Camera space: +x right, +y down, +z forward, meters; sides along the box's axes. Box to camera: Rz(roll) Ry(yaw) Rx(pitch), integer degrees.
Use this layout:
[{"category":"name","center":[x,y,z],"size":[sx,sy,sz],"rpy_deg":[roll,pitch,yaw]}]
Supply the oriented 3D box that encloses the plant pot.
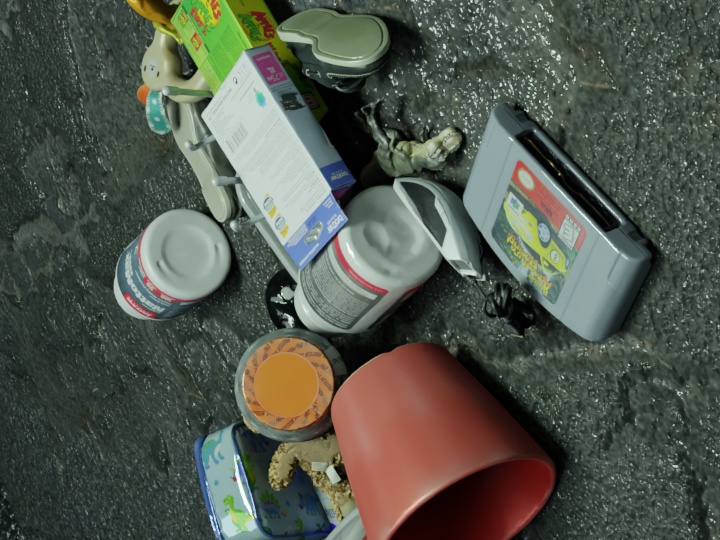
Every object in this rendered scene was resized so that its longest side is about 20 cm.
[{"category":"plant pot","center":[0.070,0.183,1.486],"size":[0.177,0.200,0.200],"rpy_deg":[59,153,35]}]

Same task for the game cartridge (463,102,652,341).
[{"category":"game cartridge","center":[0.167,-0.037,1.301],"size":[0.200,0.041,0.133],"rpy_deg":[50,152,27]}]

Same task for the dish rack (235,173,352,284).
[{"category":"dish rack","center":[-0.071,-0.093,1.650],"size":[0.172,0.044,0.200],"rpy_deg":[53,149,21]}]

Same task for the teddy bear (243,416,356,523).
[{"category":"teddy bear","center":[-0.043,0.207,1.740],"size":[0.200,0.067,0.145],"rpy_deg":[26,102,8]}]

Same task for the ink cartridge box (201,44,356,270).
[{"category":"ink cartridge box","center":[-0.077,-0.112,1.480],"size":[0.200,0.042,0.119],"rpy_deg":[59,143,12]}]

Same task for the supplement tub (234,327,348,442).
[{"category":"supplement tub","center":[-0.071,0.126,1.607],"size":[0.123,0.123,0.200],"rpy_deg":[63,178,6]}]

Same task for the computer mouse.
[{"category":"computer mouse","center":[0.099,-0.025,1.392],"size":[0.200,0.044,0.110],"rpy_deg":[55,-170,28]}]

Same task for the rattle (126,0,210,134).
[{"category":"rattle","center":[-0.246,-0.236,1.696],"size":[0.200,0.143,0.130],"rpy_deg":[-30,85,41]}]

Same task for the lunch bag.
[{"category":"lunch bag","center":[-0.113,0.264,1.818],"size":[0.082,0.200,0.161],"rpy_deg":[-26,72,26]}]

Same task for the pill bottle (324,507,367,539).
[{"category":"pill bottle","center":[0.048,0.365,1.675],"size":[0.200,0.109,0.109],"rpy_deg":[42,151,-4]}]

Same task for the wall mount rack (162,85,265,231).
[{"category":"wall mount rack","center":[-0.146,-0.127,1.597],"size":[0.200,0.075,0.174],"rpy_deg":[59,171,16]}]

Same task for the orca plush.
[{"category":"orca plush","center":[-0.081,0.103,1.782],"size":[0.105,0.071,0.200],"rpy_deg":[15,123,55]}]

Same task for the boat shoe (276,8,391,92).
[{"category":"boat shoe","center":[-0.019,-0.207,1.445],"size":[0.199,0.074,0.066],"rpy_deg":[25,145,56]}]

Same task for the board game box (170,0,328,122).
[{"category":"board game box","center":[-0.119,-0.218,1.555],"size":[0.200,0.048,0.102],"rpy_deg":[60,141,14]}]

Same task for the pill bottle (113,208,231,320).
[{"category":"pill bottle","center":[-0.258,0.001,1.957],"size":[0.120,0.120,0.200],"rpy_deg":[64,152,4]}]

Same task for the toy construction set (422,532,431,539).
[{"category":"toy construction set","center":[0.085,0.283,1.601],"size":[0.200,0.131,0.092],"rpy_deg":[45,122,43]}]

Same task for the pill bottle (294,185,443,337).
[{"category":"pill bottle","center":[0.000,0.000,1.529],"size":[0.111,0.111,0.200],"rpy_deg":[61,151,10]}]

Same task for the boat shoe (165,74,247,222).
[{"category":"boat shoe","center":[-0.180,-0.153,1.790],"size":[0.067,0.057,0.200],"rpy_deg":[-40,71,57]}]

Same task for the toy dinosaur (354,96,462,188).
[{"category":"toy dinosaur","center":[0.027,-0.125,1.463],"size":[0.088,0.047,0.200],"rpy_deg":[61,155,-5]}]

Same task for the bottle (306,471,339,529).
[{"category":"bottle","center":[-0.002,0.301,1.803],"size":[0.200,0.065,0.084],"rpy_deg":[66,156,0]}]
